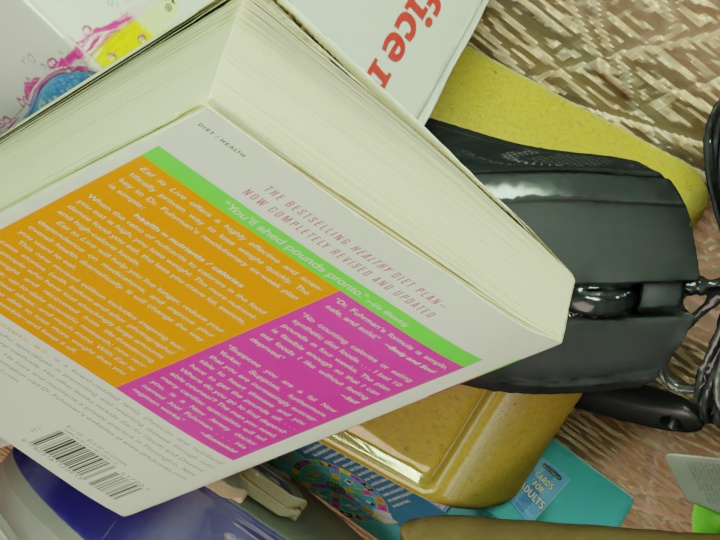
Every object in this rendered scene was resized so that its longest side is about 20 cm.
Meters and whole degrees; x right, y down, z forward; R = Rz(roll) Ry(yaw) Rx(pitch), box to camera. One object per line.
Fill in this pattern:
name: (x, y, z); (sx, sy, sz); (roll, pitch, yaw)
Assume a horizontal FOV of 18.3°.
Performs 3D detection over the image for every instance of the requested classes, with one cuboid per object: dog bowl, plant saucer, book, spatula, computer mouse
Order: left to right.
book: (-0.054, 0.008, 0.658); (0.134, 0.048, 0.200); (39, 138, -27)
dog bowl: (-0.079, 0.131, 1.095); (0.200, 0.079, 0.200); (37, -178, -1)
plant saucer: (0.000, 0.000, 0.846); (0.200, 0.048, 0.200); (28, 133, 1)
spatula: (0.059, 0.036, 0.940); (0.200, 0.021, 0.057); (21, 153, 38)
computer mouse: (0.054, -0.004, 0.755); (0.200, 0.053, 0.139); (5, 118, 13)

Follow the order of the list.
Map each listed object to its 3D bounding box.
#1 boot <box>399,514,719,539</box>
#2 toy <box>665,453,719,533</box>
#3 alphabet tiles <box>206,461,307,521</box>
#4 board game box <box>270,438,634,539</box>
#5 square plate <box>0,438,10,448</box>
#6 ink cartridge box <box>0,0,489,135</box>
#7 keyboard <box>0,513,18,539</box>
boot: (0.108, 0.113, 0.848); (0.200, 0.066, 0.175); (1, 144, 23)
toy: (0.230, 0.104, 0.882); (0.200, 0.047, 0.115); (6, 147, 27)
alphabet tiles: (-0.112, 0.050, 1.062); (0.200, 0.015, 0.196); (36, -178, -14)
board game box: (0.007, 0.071, 1.005); (0.200, 0.047, 0.151); (37, 160, -7)
square plate: (-0.207, 0.004, 0.893); (0.200, 0.028, 0.198); (-19, 128, 37)
ink cartridge box: (-0.066, -0.108, 0.687); (0.200, 0.145, 0.084); (44, 149, -27)
keyboard: (-0.206, 0.056, 0.922); (0.056, 0.011, 0.200); (-3, 135, 24)
